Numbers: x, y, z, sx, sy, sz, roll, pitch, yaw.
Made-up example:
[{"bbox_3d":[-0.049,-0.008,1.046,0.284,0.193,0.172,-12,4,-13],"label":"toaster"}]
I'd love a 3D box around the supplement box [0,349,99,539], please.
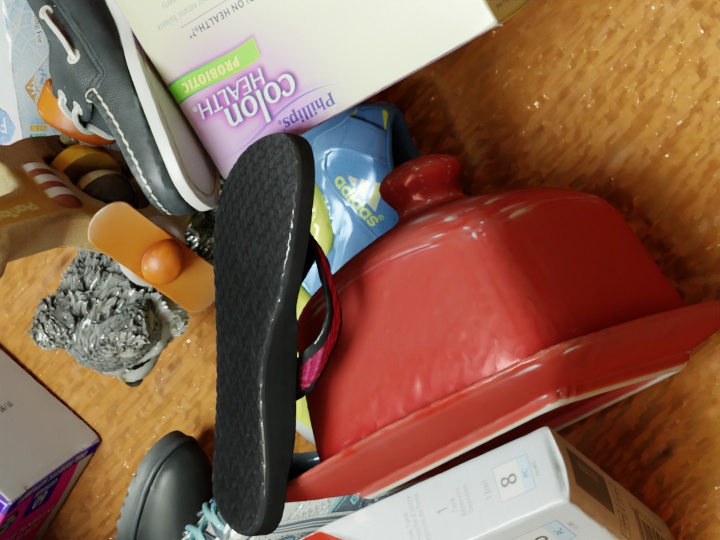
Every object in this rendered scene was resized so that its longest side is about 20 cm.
[{"bbox_3d":[-0.254,0.153,1.654,0.103,0.101,0.200,40,123,9],"label":"supplement box"}]

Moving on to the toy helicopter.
[{"bbox_3d":[-0.145,-0.021,1.369,0.132,0.200,0.079,32,113,16],"label":"toy helicopter"}]

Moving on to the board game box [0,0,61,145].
[{"bbox_3d":[-0.230,-0.168,1.521,0.199,0.043,0.200,14,115,51],"label":"board game box"}]

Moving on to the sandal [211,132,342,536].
[{"bbox_3d":[-0.038,0.028,1.336,0.075,0.045,0.201,36,127,56],"label":"sandal"}]

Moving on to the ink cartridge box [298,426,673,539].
[{"bbox_3d":[0.046,0.160,1.429,0.199,0.160,0.047,-27,59,17],"label":"ink cartridge box"}]

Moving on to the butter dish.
[{"bbox_3d":[0.053,0.014,1.387,0.200,0.199,0.149,-29,80,36],"label":"butter dish"}]

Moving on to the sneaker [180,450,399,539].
[{"bbox_3d":[-0.060,0.135,1.492,0.199,0.078,0.087,-26,114,3],"label":"sneaker"}]

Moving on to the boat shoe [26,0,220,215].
[{"bbox_3d":[-0.124,-0.100,1.381,0.060,0.076,0.201,-28,54,10],"label":"boat shoe"}]

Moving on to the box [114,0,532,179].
[{"bbox_3d":[-0.033,-0.177,1.322,0.175,0.097,0.201,-28,97,33],"label":"box"}]

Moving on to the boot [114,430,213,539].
[{"bbox_3d":[-0.043,0.197,1.571,0.199,0.066,0.166,26,124,22],"label":"boot"}]

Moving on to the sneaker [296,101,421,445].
[{"bbox_3d":[0.000,0.000,1.474,0.104,0.076,0.201,-3,111,22],"label":"sneaker"}]

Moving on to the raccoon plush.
[{"bbox_3d":[-0.134,-0.040,1.498,0.096,0.134,0.201,-16,99,32],"label":"raccoon plush"}]
